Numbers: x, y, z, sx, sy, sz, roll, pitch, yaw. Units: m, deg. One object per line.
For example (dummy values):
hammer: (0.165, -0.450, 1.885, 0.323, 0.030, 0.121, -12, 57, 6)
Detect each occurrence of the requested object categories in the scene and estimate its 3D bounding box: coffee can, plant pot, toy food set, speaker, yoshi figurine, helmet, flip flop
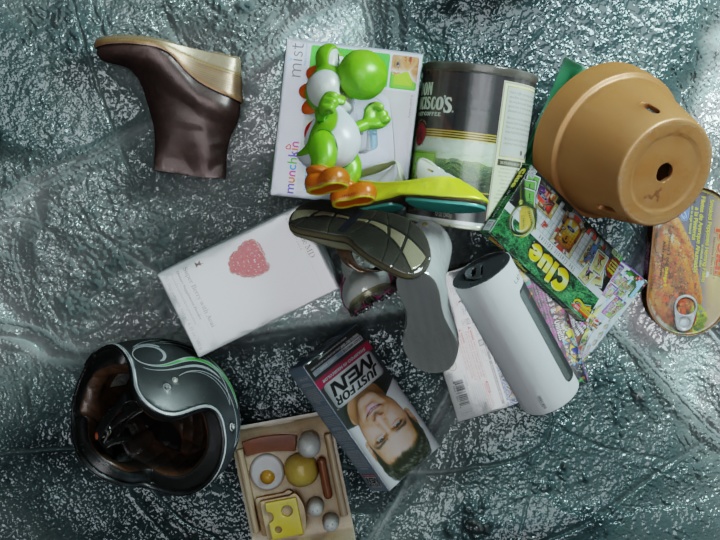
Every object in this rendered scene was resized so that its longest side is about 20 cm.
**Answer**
coffee can: (0.140, -0.155, 1.287, 0.146, 0.146, 0.200, 6, 95, -1)
plant pot: (0.336, -0.144, 1.253, 0.200, 0.140, 0.200, -11, 118, -21)
toy food set: (-0.094, 0.295, 1.371, 0.143, 0.060, 0.200, -11, 95, 0)
speaker: (0.191, 0.078, 1.246, 0.081, 0.081, 0.200, -30, 108, 2)
yoshi figurine: (-0.012, -0.182, 1.193, 0.112, 0.112, 0.200, 2, 71, -14)
helmet: (-0.251, 0.185, 1.294, 0.191, 0.200, 0.200, 21, 96, -41)
flip flop: (-0.001, -0.030, 1.193, 0.200, 0.081, 0.058, 18, 135, 33)

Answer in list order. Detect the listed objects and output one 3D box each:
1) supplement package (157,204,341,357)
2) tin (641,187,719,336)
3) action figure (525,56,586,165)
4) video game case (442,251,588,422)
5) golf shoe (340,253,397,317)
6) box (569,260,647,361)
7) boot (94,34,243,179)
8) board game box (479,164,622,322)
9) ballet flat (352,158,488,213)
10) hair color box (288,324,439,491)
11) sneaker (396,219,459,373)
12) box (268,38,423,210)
supplement package: (-0.139, 0.009, 1.314, 0.200, 0.120, 0.121, -26, 94, 2)
tin: (0.439, -0.013, 1.357, 0.112, 0.042, 0.200, 5, 95, 3)
action figure: (0.258, -0.165, 1.333, 0.118, 0.055, 0.200, 33, 98, -5)
video game case: (0.184, 0.079, 1.326, 0.181, 0.036, 0.200, -18, 96, 4)
golf shoe: (0.000, 0.000, 1.274, 0.073, 0.200, 0.092, -32, 96, 8)
box: (0.267, 0.050, 1.360, 0.137, 0.039, 0.200, 38, 95, -3)
boot: (-0.257, -0.212, 1.316, 0.200, 0.072, 0.166, 10, 93, -5)
board game box: (0.243, -0.031, 1.269, 0.200, 0.023, 0.105, 39, 79, -28)
ballet flat: (0.057, -0.101, 1.216, 0.200, 0.067, 0.067, -2, 80, 28)
hair color box: (0.005, 0.183, 1.342, 0.099, 0.061, 0.200, -37, 96, -26)
sneaker: (0.091, 0.030, 1.266, 0.074, 0.116, 0.200, 3, 137, 12)
box: (-0.020, -0.188, 1.310, 0.176, 0.097, 0.200, 7, 96, -3)
